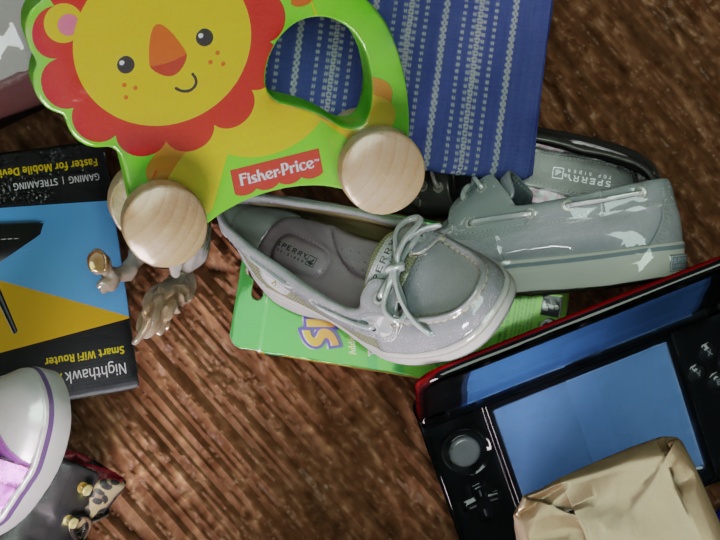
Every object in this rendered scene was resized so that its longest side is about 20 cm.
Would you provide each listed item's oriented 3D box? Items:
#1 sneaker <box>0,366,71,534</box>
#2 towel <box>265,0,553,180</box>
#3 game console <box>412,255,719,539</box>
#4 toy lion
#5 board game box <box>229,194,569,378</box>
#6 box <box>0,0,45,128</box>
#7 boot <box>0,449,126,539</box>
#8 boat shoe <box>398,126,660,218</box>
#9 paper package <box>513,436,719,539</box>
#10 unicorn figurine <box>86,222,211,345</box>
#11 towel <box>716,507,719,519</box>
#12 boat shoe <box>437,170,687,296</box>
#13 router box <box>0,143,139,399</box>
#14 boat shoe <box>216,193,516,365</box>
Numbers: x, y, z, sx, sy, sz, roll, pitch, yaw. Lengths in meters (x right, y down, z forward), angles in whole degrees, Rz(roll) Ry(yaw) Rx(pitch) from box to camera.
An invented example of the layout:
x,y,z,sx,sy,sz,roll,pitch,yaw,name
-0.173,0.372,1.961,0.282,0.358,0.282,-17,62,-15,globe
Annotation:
x,y,z,sx,sy,sz,roll,pitch,yaw,name
-0.253,0.118,1.353,0.200,0.114,0.073,-41,56,24,sneaker
0.017,-0.133,1.413,0.199,0.024,0.146,6,91,-20,towel
0.140,0.085,1.417,0.199,0.119,0.173,-21,108,-3,game console
-0.078,-0.111,1.327,0.199,0.069,0.193,-13,111,-9,toy lion
0.025,0.015,1.482,0.199,0.030,0.096,9,87,-5,board game box
-0.195,-0.185,1.412,0.199,0.164,0.167,-24,90,-3,box
-0.178,0.188,1.446,0.199,0.073,0.151,25,89,6,boot
0.084,-0.062,1.472,0.199,0.057,0.067,7,88,-2,boat shoe
0.164,0.204,1.355,0.103,0.200,0.191,-23,78,-1,paper package
-0.105,-0.066,1.444,0.074,0.137,0.201,25,108,18,unicorn figurine
0.224,0.233,1.470,0.200,0.050,0.148,-40,90,-3,towel
0.090,-0.022,1.422,0.200,0.070,0.072,-4,87,19,boat shoe
-0.236,0.010,1.419,0.199,0.051,0.150,-9,91,-29,router box
0.000,-0.002,1.377,0.065,0.201,0.075,41,75,-43,boat shoe
